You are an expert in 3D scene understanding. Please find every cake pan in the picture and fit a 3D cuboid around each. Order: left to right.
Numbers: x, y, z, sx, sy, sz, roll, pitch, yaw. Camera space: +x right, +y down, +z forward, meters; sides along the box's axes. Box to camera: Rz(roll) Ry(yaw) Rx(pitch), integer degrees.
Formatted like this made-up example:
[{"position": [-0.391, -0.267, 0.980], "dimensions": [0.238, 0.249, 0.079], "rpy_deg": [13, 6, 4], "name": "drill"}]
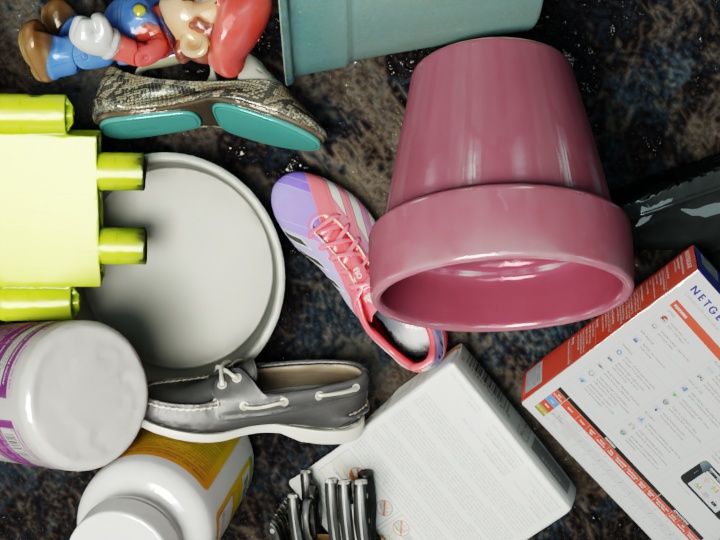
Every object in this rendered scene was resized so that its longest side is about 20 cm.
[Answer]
[{"position": [-0.158, 0.001, 1.002], "dimensions": [0.196, 0.037, 0.204], "rpy_deg": [1, 99, 5], "name": "cake pan"}]

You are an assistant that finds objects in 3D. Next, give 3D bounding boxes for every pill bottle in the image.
[{"position": [-0.265, 0.098, 0.949], "dimensions": [0.198, 0.111, 0.114], "rpy_deg": [-4, 101, 48], "name": "pill bottle"}, {"position": [-0.159, 0.186, 0.943], "dimensions": [0.109, 0.200, 0.113], "rpy_deg": [2, 105, 8], "name": "pill bottle"}]

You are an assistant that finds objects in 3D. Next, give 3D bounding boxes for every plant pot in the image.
[{"position": [0.031, -0.249, 0.879], "dimensions": [0.192, 0.200, 0.204], "rpy_deg": [-5, 98, -2], "name": "plant pot"}, {"position": [0.102, -0.064, 0.890], "dimensions": [0.196, 0.200, 0.182], "rpy_deg": [-2, 72, 5], "name": "plant pot"}]

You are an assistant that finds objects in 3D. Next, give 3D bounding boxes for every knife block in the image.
[{"position": [-0.003, 0.268, 1.001], "dimensions": [0.200, 0.064, 0.176], "rpy_deg": [42, 111, -1], "name": "knife block"}]

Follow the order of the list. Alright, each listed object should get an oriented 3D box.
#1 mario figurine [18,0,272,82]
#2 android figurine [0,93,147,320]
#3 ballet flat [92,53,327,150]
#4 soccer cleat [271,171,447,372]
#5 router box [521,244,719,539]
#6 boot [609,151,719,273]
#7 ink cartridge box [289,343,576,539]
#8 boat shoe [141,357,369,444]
[{"position": [-0.165, -0.209, 0.924], "dimensions": [0.196, 0.106, 0.126], "rpy_deg": [-6, 66, 11], "name": "mario figurine"}, {"position": [-0.270, -0.050, 0.945], "dimensions": [0.196, 0.041, 0.186], "rpy_deg": [2, 106, -8], "name": "android figurine"}, {"position": [-0.122, -0.145, 0.969], "dimensions": [0.196, 0.068, 0.077], "rpy_deg": [4, 74, 6], "name": "ballet flat"}, {"position": [0.000, 0.000, 0.968], "dimensions": [0.066, 0.076, 0.201], "rpy_deg": [-39, 94, 10], "name": "soccer cleat"}, {"position": [0.258, 0.112, 0.942], "dimensions": [0.179, 0.049, 0.200], "rpy_deg": [-39, 101, 24], "name": "router box"}, {"position": [0.286, -0.006, 0.949], "dimensions": [0.195, 0.073, 0.165], "rpy_deg": [-19, 102, 9], "name": "boot"}, {"position": [0.061, 0.184, 1.018], "dimensions": [0.199, 0.050, 0.163], "rpy_deg": [-38, 94, 26], "name": "ink cartridge box"}, {"position": [-0.088, 0.100, 0.961], "dimensions": [0.196, 0.074, 0.061], "rpy_deg": [5, 115, -10], "name": "boat shoe"}]
